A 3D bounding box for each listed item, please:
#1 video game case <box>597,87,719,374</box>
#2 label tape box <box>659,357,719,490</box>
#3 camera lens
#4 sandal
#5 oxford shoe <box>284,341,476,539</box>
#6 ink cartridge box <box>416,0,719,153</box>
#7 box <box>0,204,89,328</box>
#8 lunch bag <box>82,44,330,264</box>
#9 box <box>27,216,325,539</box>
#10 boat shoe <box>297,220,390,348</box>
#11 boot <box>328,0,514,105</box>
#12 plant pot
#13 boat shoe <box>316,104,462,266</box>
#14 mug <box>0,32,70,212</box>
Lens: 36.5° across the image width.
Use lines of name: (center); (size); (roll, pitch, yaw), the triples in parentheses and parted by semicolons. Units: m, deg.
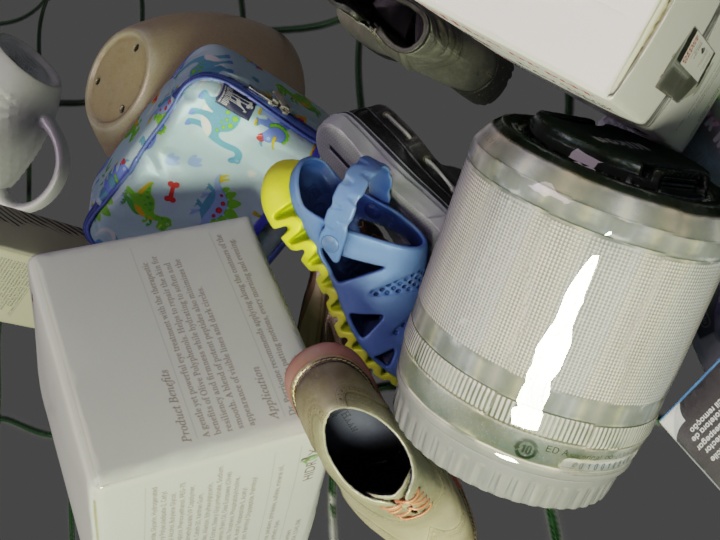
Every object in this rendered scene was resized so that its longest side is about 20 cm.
video game case: (0.253, -0.059, 0.658); (0.182, 0.023, 0.200); (-34, 57, 30)
label tape box: (0.275, 0.100, 0.551); (0.143, 0.066, 0.200); (-52, 55, 21)
camera lens: (0.117, 0.017, 0.646); (0.160, 0.160, 0.200); (37, 116, 42)
sandal: (0.015, -0.002, 0.761); (0.087, 0.200, 0.080); (-25, 17, 40)
oxford shoe: (0.018, 0.138, 0.697); (0.071, 0.200, 0.074); (-36, 27, 5)
ink cartridge box: (0.126, -0.146, 0.623); (0.147, 0.200, 0.083); (34, 103, 24)
box: (-0.273, 0.006, 0.992); (0.082, 0.200, 0.068); (-49, 50, 19)
lunch bag: (-0.118, -0.072, 0.904); (0.200, 0.161, 0.083); (-46, 28, 23)
box: (-0.139, 0.105, 0.813); (0.200, 0.171, 0.199); (105, 146, -48)
boat shoe: (0.000, 0.000, 0.850); (0.072, 0.072, 0.201); (8, 72, 12)
boot: (0.020, -0.201, 0.836); (0.200, 0.130, 0.068); (39, 104, 41)
plant pot: (-0.167, -0.152, 0.989); (0.200, 0.134, 0.201); (-13, 69, 38)
boat shoe: (0.052, -0.054, 0.802); (0.200, 0.071, 0.072); (51, 154, 17)
mug: (-0.406, -0.153, 1.215); (0.175, 0.148, 0.200); (-45, 82, 14)
